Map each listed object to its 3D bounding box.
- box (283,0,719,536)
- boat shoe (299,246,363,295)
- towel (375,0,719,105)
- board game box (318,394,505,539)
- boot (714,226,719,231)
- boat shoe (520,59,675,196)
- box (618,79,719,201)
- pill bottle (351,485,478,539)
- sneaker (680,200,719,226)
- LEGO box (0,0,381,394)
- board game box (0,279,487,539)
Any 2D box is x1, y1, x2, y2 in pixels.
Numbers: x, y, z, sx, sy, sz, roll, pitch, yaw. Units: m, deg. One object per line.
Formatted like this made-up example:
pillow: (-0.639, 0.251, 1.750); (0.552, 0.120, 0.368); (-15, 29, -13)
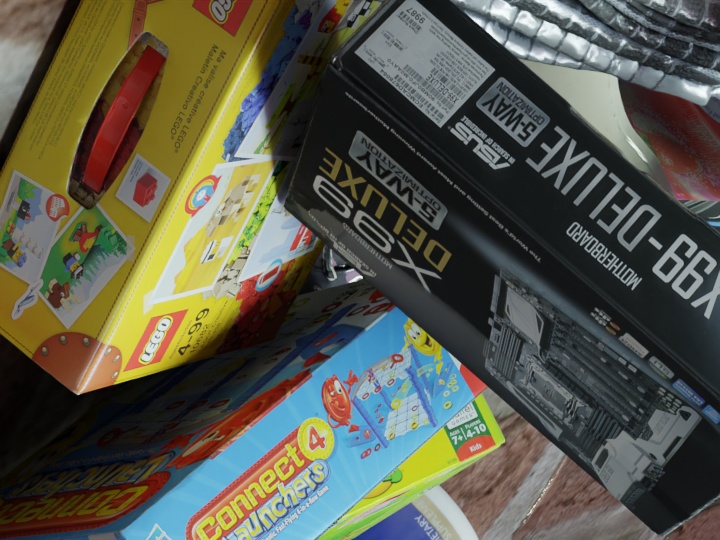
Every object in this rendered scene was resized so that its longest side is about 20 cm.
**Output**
box: (0.067, 0.001, 0.870); (0.050, 0.200, 0.158); (-47, 175, -18)
boat shoe: (0.000, 0.000, 1.189); (0.073, 0.063, 0.200); (-39, 156, -32)
towel: (0.090, -0.159, 0.880); (0.199, 0.166, 0.086); (15, 157, -28)
board game box: (-0.017, 0.110, 1.216); (0.101, 0.048, 0.200); (-22, 170, -27)
boot: (0.133, -0.027, 1.312); (0.200, 0.164, 0.066); (3, 85, -66)
boat shoe: (0.071, -0.069, 0.974); (0.072, 0.059, 0.200); (-49, 132, -25)
box: (0.121, -0.133, 1.024); (0.103, 0.200, 0.095); (-47, -162, -16)
pill bottle: (-0.032, 0.202, 1.375); (0.200, 0.116, 0.116); (-42, 157, -26)
sneaker: (0.102, -0.062, 1.153); (0.083, 0.199, 0.071); (32, 67, -62)
LEGO box: (-0.055, -0.064, 0.948); (0.149, 0.077, 0.200); (-15, 137, -60)
board game box: (-0.068, 0.082, 1.032); (0.196, 0.056, 0.200); (-39, -166, -34)
